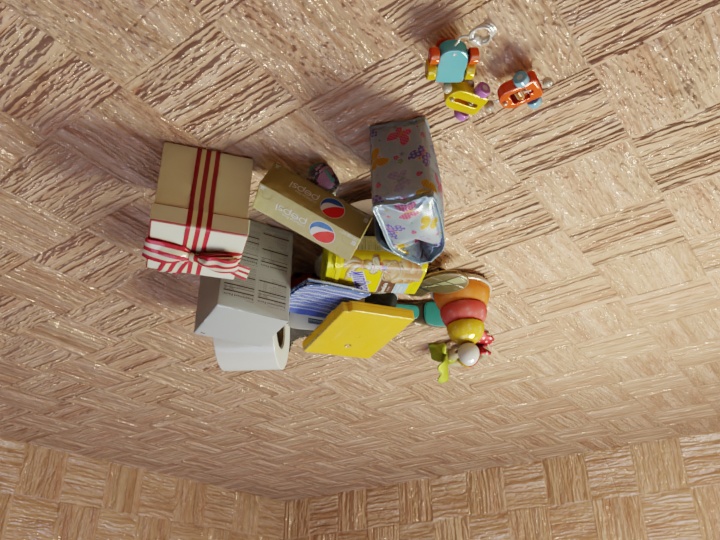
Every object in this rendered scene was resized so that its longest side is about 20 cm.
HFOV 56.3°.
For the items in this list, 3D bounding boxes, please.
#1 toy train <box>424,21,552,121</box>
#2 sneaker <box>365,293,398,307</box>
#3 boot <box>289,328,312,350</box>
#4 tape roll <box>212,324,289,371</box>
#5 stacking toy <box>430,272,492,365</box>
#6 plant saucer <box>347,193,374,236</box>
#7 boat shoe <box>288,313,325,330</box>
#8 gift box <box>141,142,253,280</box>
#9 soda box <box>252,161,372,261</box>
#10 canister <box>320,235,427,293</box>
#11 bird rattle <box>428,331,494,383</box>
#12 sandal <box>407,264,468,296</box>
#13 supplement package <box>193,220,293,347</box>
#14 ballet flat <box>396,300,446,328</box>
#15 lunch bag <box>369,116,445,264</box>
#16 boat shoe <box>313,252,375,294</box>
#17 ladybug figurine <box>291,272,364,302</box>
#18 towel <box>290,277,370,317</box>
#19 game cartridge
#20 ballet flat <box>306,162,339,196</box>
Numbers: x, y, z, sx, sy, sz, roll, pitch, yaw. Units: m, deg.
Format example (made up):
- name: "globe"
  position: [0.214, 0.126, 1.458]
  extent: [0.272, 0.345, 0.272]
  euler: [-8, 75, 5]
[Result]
- name: "toy train"
  position: [0.179, -0.291, 0.972]
  extent: [0.149, 0.056, 0.199]
  euler: [-22, 148, 30]
- name: "sneaker"
  position: [-0.007, 0.105, 1.602]
  extent: [0.197, 0.100, 0.071]
  euler: [-13, 130, 14]
- name: "boot"
  position: [-0.142, 0.161, 1.739]
  extent: [0.171, 0.070, 0.201]
  euler: [-2, 144, 2]
- name: "tape roll"
  position: [-0.247, 0.128, 1.549]
  extent: [0.137, 0.205, 0.203]
  euler: [-3, 151, 4]
- name: "stacking toy"
  position: [0.237, 0.120, 1.546]
  extent: [0.144, 0.202, 0.147]
  euler: [0, 151, 0]
- name: "plant saucer"
  position: [0.035, -0.097, 1.327]
  extent: [0.197, 0.037, 0.201]
  euler: [0, 151, 0]
- name: "boat shoe"
  position: [-0.074, 0.109, 1.585]
  extent: [0.197, 0.093, 0.076]
  euler: [15, 108, 6]
- name: "gift box"
  position: [-0.279, -0.083, 1.193]
  extent: [0.182, 0.189, 0.201]
  euler: [6, 149, -11]
- name: "soda box"
  position: [-0.085, -0.103, 1.173]
  extent: [0.198, 0.064, 0.068]
  euler: [29, 139, -1]
- name: "canister"
  position: [0.025, -0.011, 1.354]
  extent: [0.197, 0.088, 0.149]
  euler: [3, 153, -8]
- name: "bird rattle"
  position: [0.293, 0.226, 1.881]
  extent: [0.199, 0.114, 0.162]
  euler: [-33, 151, 25]
- name: "sandal"
  position: [0.158, 0.017, 1.523]
  extent: [0.080, 0.055, 0.199]
  euler: [28, 155, -32]
- name: "supplement package"
  position: [-0.236, 0.024, 1.368]
  extent: [0.149, 0.202, 0.152]
  euler: [15, 148, -26]
- name: "ballet flat"
  position: [0.151, 0.111, 1.678]
  extent: [0.197, 0.069, 0.072]
  euler: [0, 171, 0]
- name: "lunch bag"
  position: [0.080, -0.125, 1.141]
  extent: [0.125, 0.172, 0.200]
  euler: [-9, 150, 12]
- name: "boat shoe"
  position: [0.000, 0.000, 1.461]
  extent: [0.197, 0.072, 0.069]
  euler: [10, 151, -15]
- name: "ladybug figurine"
  position: [-0.087, 0.044, 1.514]
  extent: [0.197, 0.073, 0.136]
  euler: [4, 178, -14]
- name: "towel"
  position: [-0.087, 0.063, 1.386]
  extent: [0.143, 0.024, 0.200]
  euler: [12, 159, -26]
- name: "game cartridge"
  position: [-0.007, 0.130, 1.459]
  extent: [0.174, 0.033, 0.200]
  euler: [10, 143, -30]
- name: "ballet flat"
  position: [-0.075, -0.115, 1.248]
  extent: [0.069, 0.072, 0.201]
  euler: [-25, 158, -25]
